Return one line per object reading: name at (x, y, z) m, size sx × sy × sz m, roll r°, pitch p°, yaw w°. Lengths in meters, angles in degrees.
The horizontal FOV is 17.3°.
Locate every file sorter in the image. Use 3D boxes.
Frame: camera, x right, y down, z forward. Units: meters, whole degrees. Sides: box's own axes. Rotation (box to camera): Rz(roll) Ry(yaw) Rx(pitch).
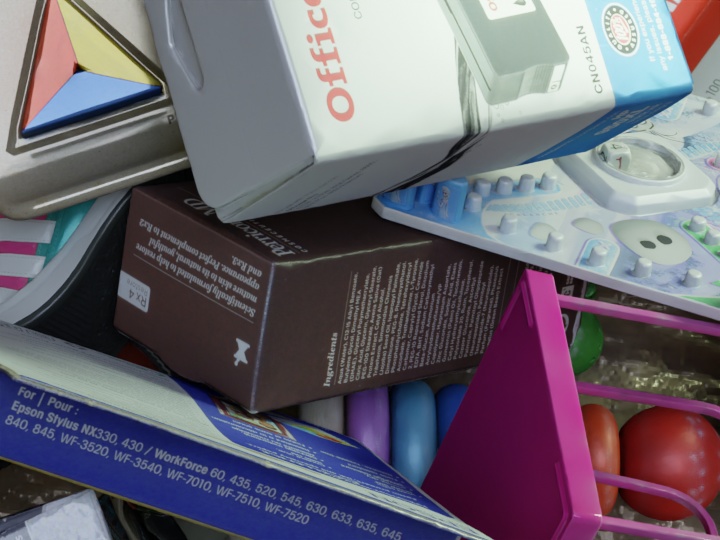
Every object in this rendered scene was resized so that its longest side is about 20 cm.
file sorter at (0.100, 0.128, 0.996) m, size 0.125 × 0.200 × 0.139 m, roll 11°, pitch 39°, yaw -15°

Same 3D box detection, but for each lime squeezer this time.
lime squeezer at (0.083, 0.011, 1.156) m, size 0.070 × 0.038 × 0.201 m, roll -6°, pitch 83°, yaw 22°

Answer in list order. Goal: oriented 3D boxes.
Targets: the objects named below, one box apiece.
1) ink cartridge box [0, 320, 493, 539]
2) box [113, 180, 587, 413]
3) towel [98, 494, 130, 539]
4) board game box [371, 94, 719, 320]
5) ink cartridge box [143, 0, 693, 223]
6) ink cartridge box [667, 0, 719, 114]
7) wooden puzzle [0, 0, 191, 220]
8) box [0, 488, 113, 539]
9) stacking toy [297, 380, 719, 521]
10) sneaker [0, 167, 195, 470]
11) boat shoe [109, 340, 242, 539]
ink cartridge box at (-0.067, 0.074, 0.932) m, size 0.197 × 0.200 × 0.047 m, roll 21°, pitch 93°, yaw -17°
box at (0.000, 0.000, 1.053) m, size 0.200 × 0.100 × 0.075 m, roll -11°, pitch 118°, yaw -42°
towel at (-0.060, 0.189, 1.059) m, size 0.200 × 0.147 × 0.022 m, roll 40°, pitch 120°, yaw -2°
board game box at (0.127, -0.050, 1.072) m, size 0.200 × 0.200 × 0.026 m, roll 17°, pitch 120°, yaw 10°
ink cartridge box at (0.020, -0.112, 0.962) m, size 0.200 × 0.084 × 0.145 m, roll -13°, pitch 82°, yaw -35°
ink cartridge box at (0.201, -0.111, 1.181) m, size 0.200 × 0.057 × 0.163 m, roll 38°, pitch 78°, yaw -7°
wooden puzzle at (-0.097, -0.141, 1.008) m, size 0.185 × 0.046 × 0.200 m, roll -18°, pitch 85°, yaw -4°
box at (-0.133, 0.201, 0.930) m, size 0.132 × 0.115 × 0.200 m, roll -19°, pitch 87°, yaw -13°
stacking toy at (0.070, 0.086, 1.097) m, size 0.199 × 0.085 × 0.086 m, roll 0°, pitch 82°, yaw -1°
sneaker at (-0.165, 0.001, 1.070) m, size 0.200 × 0.121 × 0.084 m, roll -46°, pitch 135°, yaw -9°
boat shoe at (-0.082, 0.100, 1.066) m, size 0.071 × 0.063 × 0.200 m, roll -42°, pitch 71°, yaw 27°
